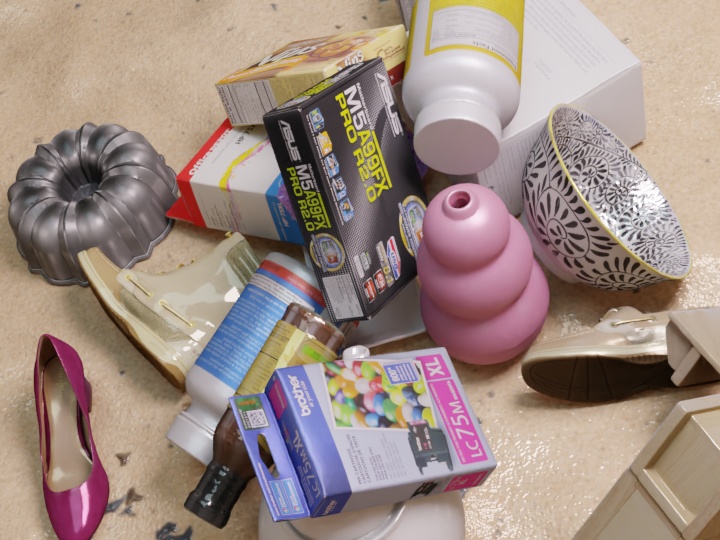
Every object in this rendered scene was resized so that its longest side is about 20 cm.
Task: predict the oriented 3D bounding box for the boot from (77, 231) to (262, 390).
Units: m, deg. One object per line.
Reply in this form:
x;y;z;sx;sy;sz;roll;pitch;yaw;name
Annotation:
-0.188;0.010;1.330;0.155;0.073;0.200;-40;56;-14;boot

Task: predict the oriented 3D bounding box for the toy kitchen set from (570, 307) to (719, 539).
0.283;0.154;1.093;0.198;0.181;0.164;-4;45;-39;toy kitchen set

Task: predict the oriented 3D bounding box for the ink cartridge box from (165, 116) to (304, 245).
-0.113;-0.101;1.372;0.198;0.068;0.117;11;48;30;ink cartridge box

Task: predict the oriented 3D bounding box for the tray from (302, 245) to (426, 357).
0.000;0.000;1.316;0.106;0.022;0.202;-16;52;3;tray

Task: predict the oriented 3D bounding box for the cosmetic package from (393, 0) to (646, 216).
0.160;-0.186;1.341;0.199;0.123;0.200;-30;53;-5;cosmetic package

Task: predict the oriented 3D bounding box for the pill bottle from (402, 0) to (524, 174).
0.097;-0.194;1.218;0.110;0.112;0.202;-2;55;14;pill bottle

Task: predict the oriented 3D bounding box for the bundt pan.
-0.306;-0.086;1.432;0.199;0.076;0.204;-8;53;11;bundt pan

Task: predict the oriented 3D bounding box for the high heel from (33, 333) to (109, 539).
-0.289;0.162;1.234;0.067;0.097;0.202;-18;52;2;high heel

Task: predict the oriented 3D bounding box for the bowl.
0.214;-0.050;1.219;0.094;0.200;0.202;-39;45;30;bowl

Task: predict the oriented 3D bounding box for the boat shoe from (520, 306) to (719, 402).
0.242;0.070;1.170;0.197;0.073;0.065;-7;48;4;boat shoe

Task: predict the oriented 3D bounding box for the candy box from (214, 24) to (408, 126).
-0.048;-0.199;1.327;0.115;0.056;0.199;-34;22;-32;candy box

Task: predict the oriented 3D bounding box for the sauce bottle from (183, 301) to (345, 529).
-0.085;0.128;1.122;0.064;0.065;0.201;25;81;30;sauce bottle

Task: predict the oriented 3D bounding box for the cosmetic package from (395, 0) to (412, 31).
0.135;-0.343;1.474;0.197;0.107;0.091;-15;52;7;cosmetic package

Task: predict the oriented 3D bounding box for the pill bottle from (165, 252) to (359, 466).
-0.095;0.094;1.210;0.112;0.112;0.201;28;77;31;pill bottle

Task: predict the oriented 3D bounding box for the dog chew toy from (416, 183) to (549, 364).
0.105;-0.002;1.175;0.123;0.201;0.126;-8;53;11;dog chew toy

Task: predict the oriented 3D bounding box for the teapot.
-0.007;0.204;1.093;0.197;0.147;0.200;-38;55;-12;teapot

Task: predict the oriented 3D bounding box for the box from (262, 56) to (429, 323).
-0.002;-0.076;1.181;0.044;0.202;0.160;-8;18;34;box

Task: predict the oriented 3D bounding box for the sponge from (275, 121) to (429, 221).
-0.002;-0.095;1.297;0.030;0.112;0.201;-26;21;41;sponge

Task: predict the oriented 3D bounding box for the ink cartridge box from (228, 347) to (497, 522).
0.003;0.129;1.041;0.198;0.042;0.120;-6;56;-28;ink cartridge box
